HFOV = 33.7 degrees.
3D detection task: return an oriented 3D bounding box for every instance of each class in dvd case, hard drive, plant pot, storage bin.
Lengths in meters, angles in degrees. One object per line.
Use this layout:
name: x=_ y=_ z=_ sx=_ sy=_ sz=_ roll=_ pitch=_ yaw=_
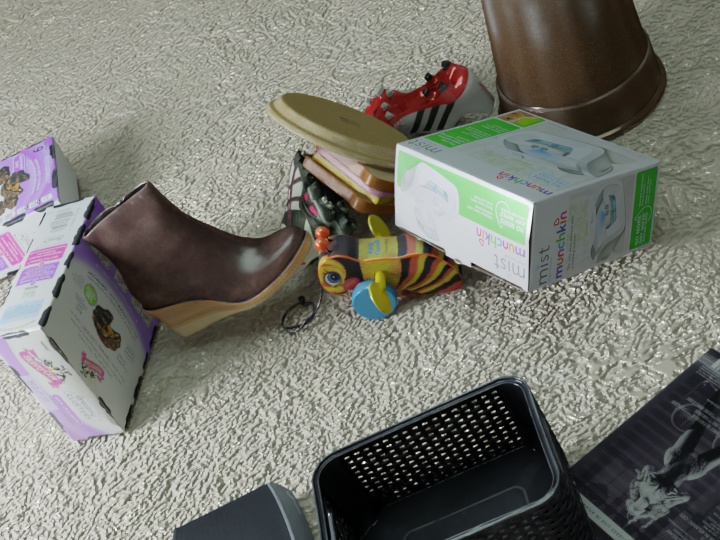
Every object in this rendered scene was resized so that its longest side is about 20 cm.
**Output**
dvd case: x=0.268 y=0.161 z=0.962 sx=0.199 sy=0.016 sz=0.149 roll=-37 pitch=40 yaw=-13
hard drive: x=-0.096 y=0.276 z=1.015 sx=0.134 sy=0.043 sz=0.201 roll=-25 pitch=39 yaw=1
plant pot: x=0.223 y=-0.273 z=1.329 sx=0.198 sy=0.199 sz=0.201 roll=-16 pitch=40 yaw=14
storage bin: x=0.072 y=0.192 z=0.962 sx=0.199 sy=0.094 sz=0.136 roll=-26 pitch=38 yaw=10

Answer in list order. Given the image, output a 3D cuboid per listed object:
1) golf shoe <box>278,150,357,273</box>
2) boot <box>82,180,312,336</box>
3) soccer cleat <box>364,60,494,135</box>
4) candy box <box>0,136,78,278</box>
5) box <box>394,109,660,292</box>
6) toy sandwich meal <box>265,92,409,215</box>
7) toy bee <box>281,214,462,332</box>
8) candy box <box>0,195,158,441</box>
golf shoe: x=-0.063 y=-0.073 z=1.361 sx=0.088 sy=0.077 sz=0.200 roll=-47 pitch=21 yaw=15
boot: x=-0.169 y=-0.029 z=1.245 sx=0.199 sy=0.167 sz=0.073 roll=-31 pitch=27 yaw=16
soccer cleat: x=0.074 y=-0.190 z=1.428 sx=0.199 sy=0.085 sz=0.069 roll=-19 pitch=50 yaw=48
candy box: x=-0.476 y=-0.070 z=1.577 sx=0.199 sy=0.072 sz=0.168 roll=-25 pitch=39 yaw=1
box: x=0.160 y=-0.073 z=1.177 sx=0.175 sy=0.098 sz=0.199 roll=-17 pitch=31 yaw=-32
toy sandwich meal: x=-0.020 y=-0.134 z=1.343 sx=0.205 sy=0.204 sz=0.071 roll=44 pitch=119 yaw=50
toy bee: x=0.000 y=0.000 z=1.220 sx=0.199 sy=0.109 sz=0.131 roll=-29 pitch=40 yaw=-3
candy box: x=-0.297 y=0.051 z=1.278 sx=0.071 sy=0.168 sz=0.201 roll=-12 pitch=41 yaw=19
